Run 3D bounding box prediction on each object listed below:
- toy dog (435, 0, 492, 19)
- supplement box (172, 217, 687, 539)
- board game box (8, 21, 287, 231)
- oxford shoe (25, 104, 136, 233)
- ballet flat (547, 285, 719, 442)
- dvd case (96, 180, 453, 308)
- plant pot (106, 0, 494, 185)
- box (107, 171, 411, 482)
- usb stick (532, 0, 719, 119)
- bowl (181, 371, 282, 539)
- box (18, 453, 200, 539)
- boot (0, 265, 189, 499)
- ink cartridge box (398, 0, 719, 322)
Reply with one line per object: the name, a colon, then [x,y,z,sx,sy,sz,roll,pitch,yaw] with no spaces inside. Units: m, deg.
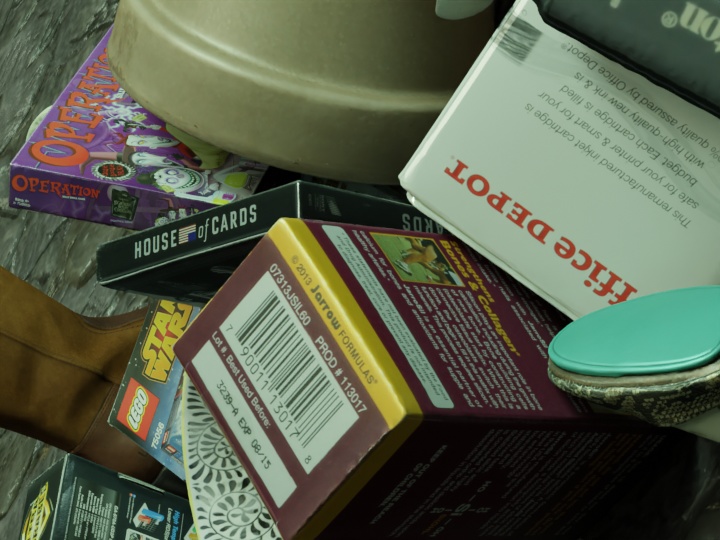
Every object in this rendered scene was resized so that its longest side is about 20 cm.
toy dog: [0.070,-0.176,1.308,0.096,0.200,0.132,16,99,50]
supplement box: [0.033,0.050,1.230,0.086,0.200,0.110,-48,58,27]
board game box: [-0.091,-0.075,1.450,0.200,0.120,0.032,-67,-19,-60]
oxford shoe: [-0.084,-0.033,1.489,0.200,0.058,0.075,29,110,23]
ballet flat: [0.168,0.032,1.155,0.200,0.075,0.068,-23,22,36]
dvd case: [0.000,0.000,1.348,0.150,0.200,0.025,-16,69,47]
plant pot: [-0.011,-0.160,1.393,0.200,0.200,0.175,-119,39,-59]
box: [-0.048,0.025,1.516,0.137,0.040,0.200,34,110,36]
usb stick: [0.164,-0.082,1.163,0.056,0.200,0.033,-62,-10,11]
bowl: [-0.001,0.102,1.362,0.201,0.094,0.201,36,133,54]
box: [-0.101,0.207,1.415,0.046,0.159,0.200,-39,36,46]
boot: [-0.170,0.027,1.656,0.068,0.200,0.189,-31,41,49]
ink cartridge box: [0.133,-0.079,1.235,0.200,0.146,0.084,-55,-7,18]
